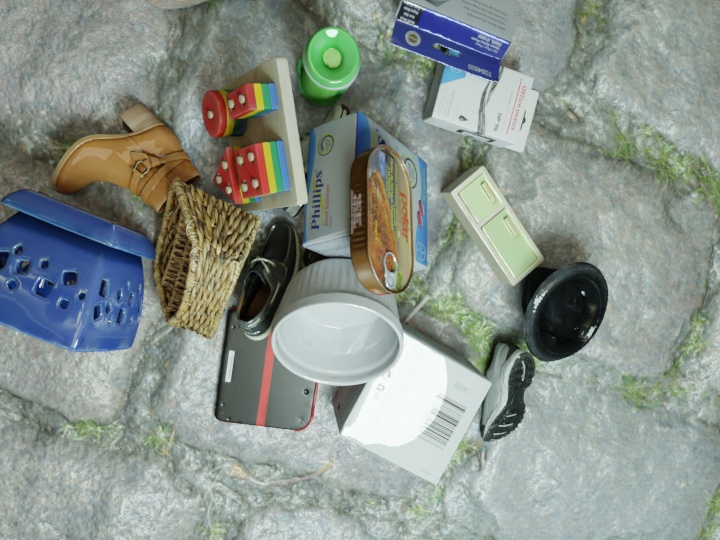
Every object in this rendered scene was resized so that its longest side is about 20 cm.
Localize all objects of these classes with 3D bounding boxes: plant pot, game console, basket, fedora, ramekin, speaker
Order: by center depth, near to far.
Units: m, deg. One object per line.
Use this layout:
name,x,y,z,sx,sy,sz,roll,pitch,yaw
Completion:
plant pot,-0.427,0.000,0.866,0.196,0.200,0.184,20,86,3
basket,-0.256,-0.005,0.892,0.146,0.144,0.201,24,132,-11
ramekin,-0.032,0.075,0.897,0.195,0.107,0.203,1,137,1
speaker,-0.051,-0.305,0.897,0.086,0.200,0.091,-1,97,-9
game console,-0.156,0.174,1.029,0.172,0.031,0.205,9,95,-4
fedora,0.343,0.060,1.046,0.196,0.092,0.205,-12,121,-21

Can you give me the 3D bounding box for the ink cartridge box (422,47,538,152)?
ink cartridge box,0.218,-0.286,1.010,0.195,0.068,0.119,14,94,-11

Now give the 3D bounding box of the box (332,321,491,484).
box,0.083,0.215,1.017,0.197,0.131,0.202,29,92,-11

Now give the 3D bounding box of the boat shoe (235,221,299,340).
boat shoe,-0.149,0.007,0.954,0.070,0.068,0.204,7,66,21

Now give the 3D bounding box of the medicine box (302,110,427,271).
medicine box,0.013,-0.106,0.904,0.198,0.101,0.187,23,64,-51

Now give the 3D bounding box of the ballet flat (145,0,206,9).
ballet flat,-0.245,-0.455,0.916,0.195,0.067,0.070,-13,98,-7

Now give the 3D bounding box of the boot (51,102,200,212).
boot,-0.362,-0.146,0.916,0.199,0.074,0.155,-41,87,-6

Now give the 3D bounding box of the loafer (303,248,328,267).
loafer,0.000,0.000,1.007,0.195,0.072,0.075,9,95,-11

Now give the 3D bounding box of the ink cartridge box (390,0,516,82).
ink cartridge box,0.157,-0.428,0.959,0.195,0.041,0.205,15,70,-11

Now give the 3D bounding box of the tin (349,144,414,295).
tin,0.030,-0.068,0.799,0.111,0.041,0.205,15,70,-48

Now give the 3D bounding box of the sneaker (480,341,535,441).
sneaker,0.260,0.224,1.083,0.072,0.079,0.205,0,113,-28

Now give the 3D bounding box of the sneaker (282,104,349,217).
sneaker,-0.105,-0.201,0.964,0.114,0.076,0.203,30,94,-13

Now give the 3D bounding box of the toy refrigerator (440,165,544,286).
toy refrigerator,0.233,-0.078,1.037,0.075,0.070,0.202,-36,100,-3

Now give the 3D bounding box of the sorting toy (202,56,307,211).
sorting toy,-0.171,-0.192,0.888,0.068,0.197,0.205,-14,99,-35
